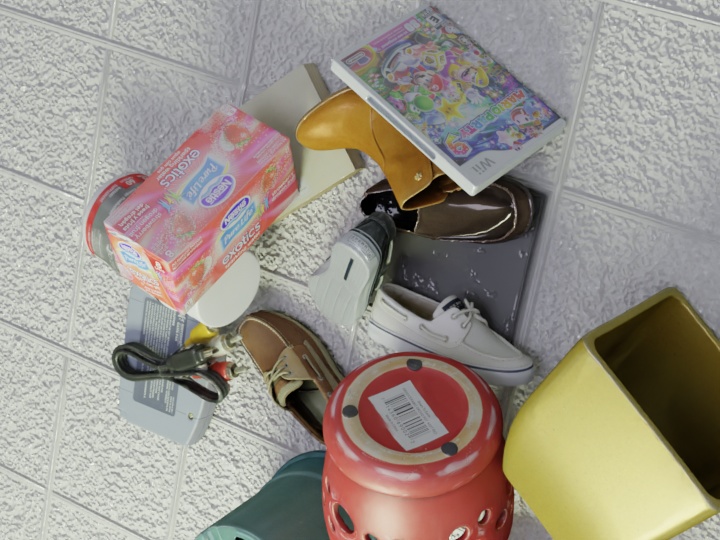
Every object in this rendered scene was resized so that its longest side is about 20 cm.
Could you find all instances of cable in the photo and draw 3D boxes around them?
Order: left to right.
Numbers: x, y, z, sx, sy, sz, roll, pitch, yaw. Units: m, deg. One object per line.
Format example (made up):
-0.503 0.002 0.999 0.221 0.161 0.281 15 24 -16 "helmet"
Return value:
-0.208 0.112 1.809 0.200 0.050 0.097 -13 100 45 "cable"

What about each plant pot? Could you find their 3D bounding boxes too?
-0.081 0.324 1.711 0.200 0.196 0.200 8 105 30 "plant pot"
0.059 0.195 1.562 0.200 0.200 0.183 26 141 25 "plant pot"
0.255 0.167 1.481 0.194 0.195 0.200 53 129 12 "plant pot"

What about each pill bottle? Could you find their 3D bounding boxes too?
-0.214 -0.024 1.752 0.200 0.114 0.114 31 115 34 "pill bottle"

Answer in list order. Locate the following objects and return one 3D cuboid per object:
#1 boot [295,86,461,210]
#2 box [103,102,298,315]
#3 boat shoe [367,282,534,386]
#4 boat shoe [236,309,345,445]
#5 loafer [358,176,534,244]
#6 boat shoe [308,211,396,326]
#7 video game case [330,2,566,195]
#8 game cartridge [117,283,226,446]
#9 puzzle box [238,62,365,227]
0.027 -0.123 1.585 0.201 0.071 0.144 -20 58 20 "boot"
-0.165 -0.068 1.640 0.095 0.200 0.103 31 152 23 "box"
0.096 0.062 1.625 0.200 0.071 0.070 22 113 34 "boat shoe"
-0.067 0.122 1.731 0.200 0.074 0.076 42 118 20 "boat shoe"
0.084 -0.058 1.602 0.200 0.071 0.073 1 101 32 "loafer"
0.000 0.000 1.648 0.072 0.071 0.200 46 156 5 "boat shoe"
0.088 -0.175 1.539 0.200 0.143 0.018 44 146 17 "video game case"
-0.224 0.103 1.850 0.133 0.042 0.200 17 109 24 "game cartridge"
-0.100 -0.128 1.730 0.200 0.025 0.133 -29 85 33 "puzzle box"
